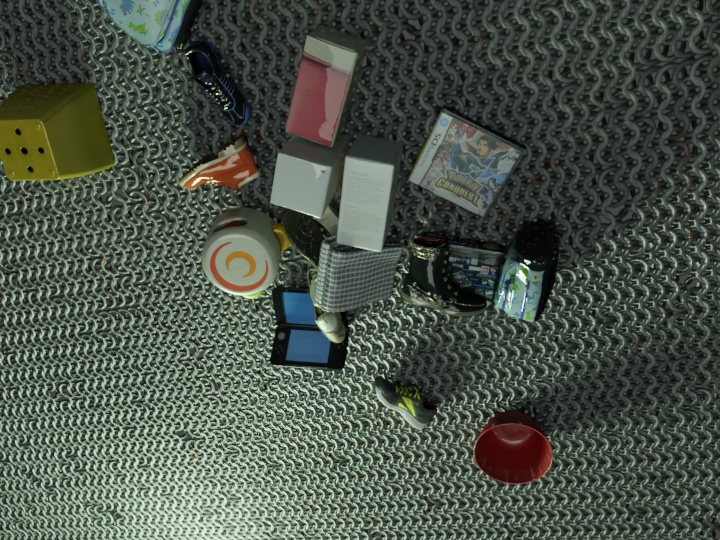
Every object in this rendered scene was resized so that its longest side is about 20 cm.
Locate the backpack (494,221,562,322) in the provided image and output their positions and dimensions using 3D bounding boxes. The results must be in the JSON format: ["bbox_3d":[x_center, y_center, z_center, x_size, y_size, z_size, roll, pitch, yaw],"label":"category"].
[{"bbox_3d":[0.371,0.016,1.487,0.151,0.164,0.202,0,126,22],"label":"backpack"}]

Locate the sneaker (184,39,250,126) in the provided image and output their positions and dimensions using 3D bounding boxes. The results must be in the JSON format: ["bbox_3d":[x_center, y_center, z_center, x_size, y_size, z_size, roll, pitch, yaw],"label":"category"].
[{"bbox_3d":[-0.311,-0.395,1.442,0.069,0.078,0.201,-23,111,23],"label":"sneaker"}]

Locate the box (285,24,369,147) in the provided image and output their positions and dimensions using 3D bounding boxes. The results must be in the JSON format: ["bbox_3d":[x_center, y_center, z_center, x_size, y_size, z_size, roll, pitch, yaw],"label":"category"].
[{"bbox_3d":[-0.069,-0.378,1.370,0.107,0.128,0.202,19,120,2],"label":"box"}]

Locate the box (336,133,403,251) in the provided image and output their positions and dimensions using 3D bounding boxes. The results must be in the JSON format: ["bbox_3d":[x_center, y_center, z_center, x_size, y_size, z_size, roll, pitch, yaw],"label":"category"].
[{"bbox_3d":[0.020,-0.170,1.451,0.105,0.153,0.203,11,120,6],"label":"box"}]

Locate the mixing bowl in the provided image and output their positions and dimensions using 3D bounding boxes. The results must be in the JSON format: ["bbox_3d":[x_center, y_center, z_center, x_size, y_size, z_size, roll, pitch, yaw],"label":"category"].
[{"bbox_3d":[0.393,0.439,1.732,0.197,0.109,0.203,5,119,9],"label":"mixing bowl"}]

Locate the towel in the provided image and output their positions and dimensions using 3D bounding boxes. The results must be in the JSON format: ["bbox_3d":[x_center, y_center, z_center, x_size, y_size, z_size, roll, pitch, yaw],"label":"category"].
[{"bbox_3d":[0.000,0.000,1.534,0.197,0.086,0.168,-11,124,-29],"label":"towel"}]

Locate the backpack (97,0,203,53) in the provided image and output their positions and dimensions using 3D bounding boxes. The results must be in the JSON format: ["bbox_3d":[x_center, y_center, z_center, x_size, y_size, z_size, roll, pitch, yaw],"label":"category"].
[{"bbox_3d":[-0.431,-0.560,1.339,0.199,0.147,0.184,33,118,-4],"label":"backpack"}]

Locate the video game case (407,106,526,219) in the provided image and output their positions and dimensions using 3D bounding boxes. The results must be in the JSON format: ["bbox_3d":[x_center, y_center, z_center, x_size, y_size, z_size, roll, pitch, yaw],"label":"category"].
[{"bbox_3d":[0.226,-0.230,1.447,0.198,0.026,0.182,26,120,-2],"label":"video game case"}]

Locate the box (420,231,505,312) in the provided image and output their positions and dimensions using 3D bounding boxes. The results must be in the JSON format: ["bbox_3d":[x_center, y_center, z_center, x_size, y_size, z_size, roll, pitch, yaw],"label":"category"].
[{"bbox_3d":[0.228,0.004,1.564,0.197,0.046,0.161,9,120,7],"label":"box"}]

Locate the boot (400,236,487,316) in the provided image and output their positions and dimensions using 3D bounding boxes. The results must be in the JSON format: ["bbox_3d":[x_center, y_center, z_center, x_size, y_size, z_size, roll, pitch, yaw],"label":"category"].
[{"bbox_3d":[0.196,0.015,1.508,0.200,0.074,0.156,11,118,8],"label":"boot"}]

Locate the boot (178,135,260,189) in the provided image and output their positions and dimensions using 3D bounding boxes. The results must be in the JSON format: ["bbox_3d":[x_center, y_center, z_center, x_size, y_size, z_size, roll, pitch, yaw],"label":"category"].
[{"bbox_3d":[-0.326,-0.219,1.549,0.198,0.075,0.108,-22,117,21],"label":"boot"}]

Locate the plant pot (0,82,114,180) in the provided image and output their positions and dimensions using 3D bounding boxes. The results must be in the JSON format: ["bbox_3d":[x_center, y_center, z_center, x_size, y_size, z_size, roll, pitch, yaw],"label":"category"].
[{"bbox_3d":[-0.714,-0.302,1.525,0.197,0.177,0.203,1,119,12],"label":"plant pot"}]

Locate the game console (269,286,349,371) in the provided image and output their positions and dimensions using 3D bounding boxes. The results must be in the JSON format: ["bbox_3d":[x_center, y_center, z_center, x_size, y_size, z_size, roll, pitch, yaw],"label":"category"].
[{"bbox_3d":[-0.133,0.147,1.682,0.197,0.173,0.119,2,151,11],"label":"game console"}]

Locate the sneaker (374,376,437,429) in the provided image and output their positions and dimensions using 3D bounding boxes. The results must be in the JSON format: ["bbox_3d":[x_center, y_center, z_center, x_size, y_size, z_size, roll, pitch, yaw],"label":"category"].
[{"bbox_3d":[0.120,0.331,1.761,0.199,0.075,0.084,40,114,-21],"label":"sneaker"}]

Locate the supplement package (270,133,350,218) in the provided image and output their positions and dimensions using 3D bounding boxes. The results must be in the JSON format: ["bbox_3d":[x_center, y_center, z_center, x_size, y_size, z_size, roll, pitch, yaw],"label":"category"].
[{"bbox_3d":[-0.103,-0.217,1.424,0.116,0.201,0.118,17,121,2],"label":"supplement package"}]

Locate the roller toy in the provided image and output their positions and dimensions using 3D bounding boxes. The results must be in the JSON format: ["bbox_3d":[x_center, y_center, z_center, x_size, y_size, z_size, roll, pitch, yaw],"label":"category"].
[{"bbox_3d":[-0.276,-0.051,1.589,0.181,0.141,0.201,28,119,-17],"label":"roller toy"}]

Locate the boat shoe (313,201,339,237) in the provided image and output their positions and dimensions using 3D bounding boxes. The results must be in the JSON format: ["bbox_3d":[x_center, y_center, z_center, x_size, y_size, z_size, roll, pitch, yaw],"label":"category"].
[{"bbox_3d":[-0.051,-0.103,1.568,0.066,0.057,0.201,-25,116,25],"label":"boat shoe"}]

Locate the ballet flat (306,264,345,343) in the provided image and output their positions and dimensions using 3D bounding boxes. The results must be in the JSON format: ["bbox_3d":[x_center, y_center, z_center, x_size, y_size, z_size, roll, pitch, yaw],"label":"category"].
[{"bbox_3d":[-0.092,0.084,1.623,0.067,0.075,0.203,-16,91,17],"label":"ballet flat"}]

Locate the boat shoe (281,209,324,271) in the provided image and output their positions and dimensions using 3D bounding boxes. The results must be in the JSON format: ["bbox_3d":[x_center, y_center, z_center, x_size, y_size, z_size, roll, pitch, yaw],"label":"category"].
[{"bbox_3d":[-0.116,-0.060,1.581,0.075,0.074,0.201,-36,100,-4],"label":"boat shoe"}]
